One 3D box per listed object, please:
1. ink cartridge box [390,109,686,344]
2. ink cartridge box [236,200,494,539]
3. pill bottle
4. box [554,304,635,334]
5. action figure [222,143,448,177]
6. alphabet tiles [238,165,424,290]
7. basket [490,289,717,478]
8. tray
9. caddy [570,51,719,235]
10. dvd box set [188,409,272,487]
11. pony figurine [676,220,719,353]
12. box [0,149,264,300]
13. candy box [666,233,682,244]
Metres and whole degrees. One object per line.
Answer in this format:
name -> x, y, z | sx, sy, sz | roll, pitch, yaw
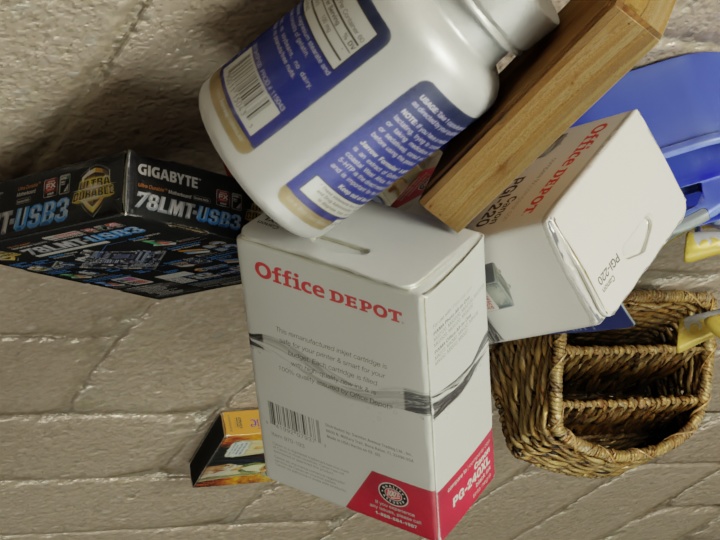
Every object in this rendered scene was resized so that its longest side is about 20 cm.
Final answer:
ink cartridge box -> 0.099, -0.020, 1.149 | 0.199, 0.085, 0.146 | -11, -154, 43
ink cartridge box -> 0.006, 0.058, 1.110 | 0.083, 0.145, 0.201 | -41, 138, -42
pill bottle -> 0.013, -0.122, 1.012 | 0.200, 0.120, 0.120 | -36, 150, 17
box -> 0.128, 0.026, 1.463 | 0.199, 0.033, 0.121 | -4, 159, 20
action figure -> 0.010, -0.090, 1.119 | 0.199, 0.099, 0.066 | -13, 130, -7
alphabet tiles -> 0.000, 0.000, 1.299 | 0.166, 0.006, 0.200 | -28, 126, 12
basket -> 0.244, 0.110, 1.621 | 0.199, 0.144, 0.149 | 3, 152, -32
tray -> 0.113, -0.114, 1.008 | 0.037, 0.099, 0.200 | 36, 136, -8
caddy -> 0.217, -0.074, 1.250 | 0.199, 0.106, 0.141 | -17, 157, 8
dvd box set -> -0.065, 0.178, 1.749 | 0.199, 0.030, 0.146 | -2, 154, -22
pony figurine -> 0.355, -0.012, 1.328 | 0.199, 0.195, 0.167 | 5, 171, 13
box -> -0.149, -0.027, 1.173 | 0.199, 0.050, 0.198 | -10, 162, 42
candy box -> 0.227, -0.041, 1.428 | 0.102, 0.027, 0.200 | 5, 150, -40
